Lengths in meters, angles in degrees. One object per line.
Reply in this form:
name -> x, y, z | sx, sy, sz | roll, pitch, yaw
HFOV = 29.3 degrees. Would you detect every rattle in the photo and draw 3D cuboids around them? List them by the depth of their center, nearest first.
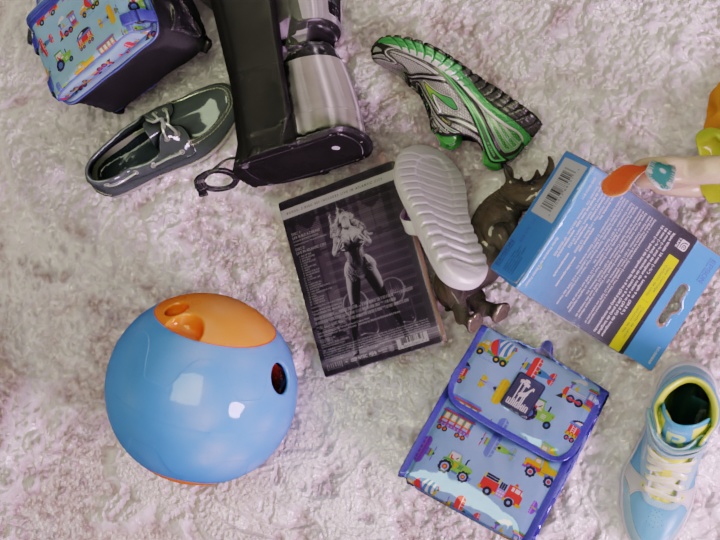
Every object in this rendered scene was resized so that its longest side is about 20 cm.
rattle -> 0.321, -0.135, 1.345 | 0.200, 0.130, 0.143 | 6, 100, -29

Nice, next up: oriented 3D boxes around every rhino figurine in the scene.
rhino figurine -> 0.145, -0.035, 1.444 | 0.087, 0.060, 0.200 | 34, 94, 43

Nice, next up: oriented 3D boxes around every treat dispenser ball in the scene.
treat dispenser ball -> -0.166, 0.123, 1.439 | 0.200, 0.201, 0.201 | -1, 87, 13

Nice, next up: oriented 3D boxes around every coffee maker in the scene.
coffee maker -> -0.098, -0.203, 1.464 | 0.192, 0.135, 0.200 | -10, 74, -8

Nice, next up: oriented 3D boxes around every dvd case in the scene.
dvd case -> 0.000, 0.000, 1.486 | 0.148, 0.016, 0.200 | -19, 83, 26

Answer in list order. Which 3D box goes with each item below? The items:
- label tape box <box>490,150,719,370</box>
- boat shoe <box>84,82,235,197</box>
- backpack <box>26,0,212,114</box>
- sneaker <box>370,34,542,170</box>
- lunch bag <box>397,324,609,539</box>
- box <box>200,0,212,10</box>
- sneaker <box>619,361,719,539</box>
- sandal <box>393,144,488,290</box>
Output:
label tape box -> 0.252, -0.007, 1.407 | 0.200, 0.063, 0.144 | 31, 95, -28
boat shoe -> -0.220, -0.147, 1.539 | 0.200, 0.062, 0.073 | -31, 79, 9
backpack -> -0.281, -0.297, 1.514 | 0.182, 0.134, 0.200 | -28, 74, 30
sneaker -> 0.089, -0.181, 1.461 | 0.200, 0.078, 0.085 | 37, 98, 13
lunch bag -> 0.155, 0.165, 1.432 | 0.150, 0.094, 0.200 | 27, 81, 14
box -> -0.127, -0.354, 1.459 | 0.158, 0.200, 0.048 | -28, 77, 10
sneaker -> 0.302, 0.188, 1.362 | 0.079, 0.131, 0.200 | 12, 90, 12
sandal -> 0.074, -0.053, 1.432 | 0.203, 0.082, 0.050 | -103, 32, -42
